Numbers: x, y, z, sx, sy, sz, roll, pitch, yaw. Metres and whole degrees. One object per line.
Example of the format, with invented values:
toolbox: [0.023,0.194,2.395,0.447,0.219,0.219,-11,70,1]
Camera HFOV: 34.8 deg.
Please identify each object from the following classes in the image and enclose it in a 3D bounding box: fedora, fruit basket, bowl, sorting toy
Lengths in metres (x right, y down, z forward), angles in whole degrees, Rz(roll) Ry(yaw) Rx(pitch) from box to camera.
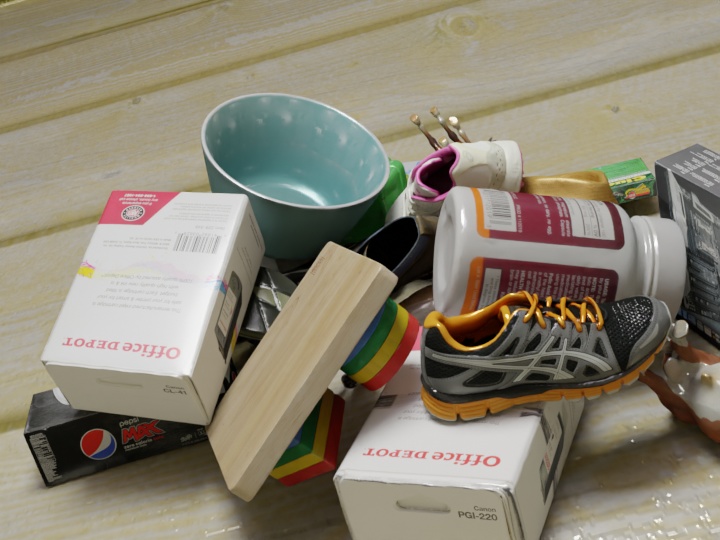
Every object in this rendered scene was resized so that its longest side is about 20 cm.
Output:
fedora: [0.198,-0.055,1.133,0.196,0.084,0.201,-2,10,0]
fruit basket: [0.001,-0.099,1.363,0.182,0.095,0.201,-6,26,18]
bowl: [-0.077,-0.087,1.204,0.197,0.106,0.203,11,39,-9]
sorting toy: [-0.036,0.087,0.947,0.201,0.069,0.199,-56,15,-2]

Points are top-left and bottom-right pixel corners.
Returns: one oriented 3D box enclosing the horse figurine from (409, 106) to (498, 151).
horse figurine: [0.122,-0.115,1.244,0.050,0.133,0.200,-42,21,2]

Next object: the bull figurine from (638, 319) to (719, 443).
bull figurine: [0.289,0.098,0.852,0.199,0.121,0.066,14,70,55]

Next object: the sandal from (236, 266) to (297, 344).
sandal: [-0.143,0.040,1.130,0.197,0.058,0.081,3,51,10]

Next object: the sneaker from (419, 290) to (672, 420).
sneaker: [0.136,0.051,0.858,0.196,0.078,0.079,-16,27,-1]

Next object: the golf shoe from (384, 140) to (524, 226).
golf shoe: [0.072,-0.081,1.141,0.090,0.077,0.199,6,-23,-34]

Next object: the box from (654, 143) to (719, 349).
box: [0.322,0.003,0.941,0.049,0.160,0.200,-21,29,-11]

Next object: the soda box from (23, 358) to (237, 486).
soda box: [-0.211,0.134,1.086,0.196,0.064,0.071,-15,28,0]

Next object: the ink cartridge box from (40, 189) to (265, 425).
ink cartridge box: [-0.184,0.028,1.053,0.145,0.086,0.203,4,55,15]

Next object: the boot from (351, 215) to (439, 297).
boot: [0.000,0.000,1.100,0.198,0.076,0.097,-31,-19,16]

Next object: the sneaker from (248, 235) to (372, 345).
sneaker: [-0.045,0.024,1.216,0.197,0.073,0.083,-23,5,-15]

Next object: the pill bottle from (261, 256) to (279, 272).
pill bottle: [-0.185,0.032,1.211,0.198,0.106,0.104,-27,30,-20]

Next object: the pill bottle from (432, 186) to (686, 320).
pill bottle: [0.167,-0.005,0.980,0.196,0.116,0.115,6,27,-6]

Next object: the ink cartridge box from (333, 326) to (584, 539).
ink cartridge box: [0.085,0.134,0.908,0.143,0.086,0.200,-1,30,26]

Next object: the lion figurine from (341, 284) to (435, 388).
lion figurine: [0.054,0.047,1.094,0.197,0.074,0.122,-16,7,13]

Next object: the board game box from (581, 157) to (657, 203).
board game box: [0.222,-0.083,1.270,0.196,0.024,0.105,-12,14,9]
